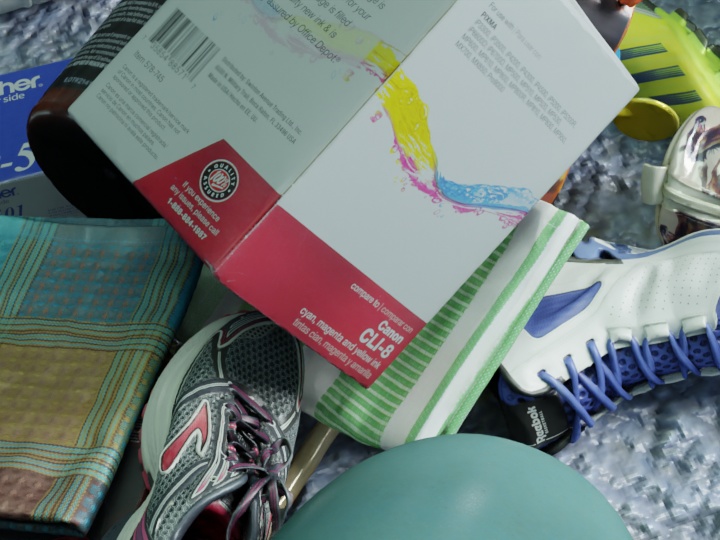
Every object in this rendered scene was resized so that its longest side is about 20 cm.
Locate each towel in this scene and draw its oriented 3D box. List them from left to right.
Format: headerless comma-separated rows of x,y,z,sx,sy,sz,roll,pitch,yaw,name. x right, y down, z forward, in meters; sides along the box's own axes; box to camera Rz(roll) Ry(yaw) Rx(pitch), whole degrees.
-0.166,0.043,1.078,0.146,0.022,0.200,4,44,16,towel
0.000,0.000,1.107,0.200,0.023,0.153,27,80,39,towel

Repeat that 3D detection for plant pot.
0.034,0.165,0.919,0.200,0.201,0.161,9,39,18,plant pot

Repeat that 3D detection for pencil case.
0.241,-0.016,1.107,0.199,0.078,0.089,24,16,28,pencil case

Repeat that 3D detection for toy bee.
0.103,-0.120,1.160,0.130,0.109,0.201,-1,87,-13,toy bee

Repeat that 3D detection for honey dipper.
-0.025,0.088,1.100,0.038,0.038,0.200,20,57,26,honey dipper

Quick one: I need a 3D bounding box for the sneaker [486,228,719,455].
0.124,0.041,1.092,0.198,0.081,0.116,6,53,25,sneaker

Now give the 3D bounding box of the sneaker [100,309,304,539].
-0.060,0.098,1.010,0.075,0.081,0.201,-32,30,42,sneaker

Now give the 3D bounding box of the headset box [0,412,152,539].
-0.171,0.145,1.050,0.148,0.075,0.201,4,50,15,headset box

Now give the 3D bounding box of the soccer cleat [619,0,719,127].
0.148,-0.120,1.249,0.084,0.065,0.200,-48,55,8,soccer cleat

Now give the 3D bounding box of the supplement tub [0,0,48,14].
-0.152,-0.250,1.366,0.199,0.132,0.132,-20,48,-7,supplement tub

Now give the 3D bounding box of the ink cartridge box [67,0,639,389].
-0.001,-0.081,1.044,0.200,0.145,0.145,-47,49,4,ink cartridge box

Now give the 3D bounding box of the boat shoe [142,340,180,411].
-0.134,0.042,1.140,0.200,0.073,0.063,15,57,32,boat shoe

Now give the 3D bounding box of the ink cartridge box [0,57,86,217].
-0.140,-0.081,1.268,0.199,0.044,0.094,-14,46,-2,ink cartridge box

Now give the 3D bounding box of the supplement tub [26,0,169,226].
-0.082,-0.116,1.187,0.107,0.107,0.200,22,60,27,supplement tub
